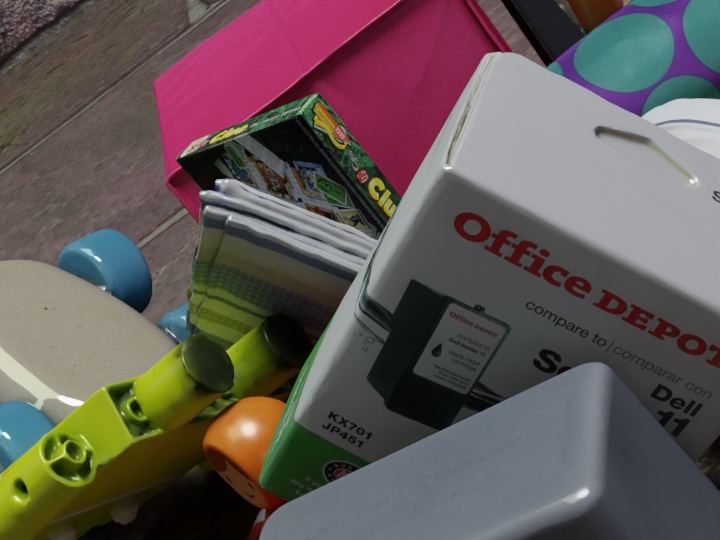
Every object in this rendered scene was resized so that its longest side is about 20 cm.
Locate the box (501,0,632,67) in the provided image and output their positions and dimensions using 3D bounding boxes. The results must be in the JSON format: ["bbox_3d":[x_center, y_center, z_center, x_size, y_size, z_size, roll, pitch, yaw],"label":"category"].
[{"bbox_3d":[0.138,-0.183,1.019,0.106,0.200,0.122,-35,21,7],"label":"box"}]

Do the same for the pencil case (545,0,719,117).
[{"bbox_3d":[0.135,-0.077,0.867,0.200,0.092,0.085,-40,40,-8],"label":"pencil case"}]

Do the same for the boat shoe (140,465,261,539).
[{"bbox_3d":[-0.075,0.149,0.898,0.073,0.063,0.200,-15,31,16],"label":"boat shoe"}]

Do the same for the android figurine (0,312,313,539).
[{"bbox_3d":[-0.113,0.091,0.825,0.200,0.041,0.182,-40,-15,31],"label":"android figurine"}]

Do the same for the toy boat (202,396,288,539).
[{"bbox_3d":[-0.025,0.114,0.772,0.130,0.131,0.200,-24,25,34],"label":"toy boat"}]

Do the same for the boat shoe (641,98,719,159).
[{"bbox_3d":[0.158,-0.030,0.718,0.065,0.074,0.200,-39,15,-18],"label":"boat shoe"}]

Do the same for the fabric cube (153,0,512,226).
[{"bbox_3d":[0.011,-0.071,1.002,0.200,0.196,0.199,-36,21,5],"label":"fabric cube"}]

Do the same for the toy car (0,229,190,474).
[{"bbox_3d":[-0.189,0.110,1.041,0.177,0.200,0.184,32,42,27],"label":"toy car"}]

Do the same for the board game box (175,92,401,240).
[{"bbox_3d":[0.000,0.000,0.869,0.105,0.200,0.023,-15,32,44],"label":"board game box"}]

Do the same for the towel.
[{"bbox_3d":[-0.016,0.024,0.826,0.200,0.147,0.024,113,179,-67],"label":"towel"}]

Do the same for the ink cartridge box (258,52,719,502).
[{"bbox_3d":[0.065,0.034,0.665,0.200,0.146,0.083,-61,3,41],"label":"ink cartridge box"}]

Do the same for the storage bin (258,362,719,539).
[{"bbox_3d":[0.053,0.135,0.602,0.200,0.134,0.146,-29,23,25],"label":"storage bin"}]

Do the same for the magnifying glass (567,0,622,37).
[{"bbox_3d":[0.139,-0.125,0.912,0.080,0.200,0.022,-43,46,-4],"label":"magnifying glass"}]

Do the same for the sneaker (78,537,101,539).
[{"bbox_3d":[-0.222,0.217,0.978,0.200,0.088,0.075,-15,1,1],"label":"sneaker"}]
